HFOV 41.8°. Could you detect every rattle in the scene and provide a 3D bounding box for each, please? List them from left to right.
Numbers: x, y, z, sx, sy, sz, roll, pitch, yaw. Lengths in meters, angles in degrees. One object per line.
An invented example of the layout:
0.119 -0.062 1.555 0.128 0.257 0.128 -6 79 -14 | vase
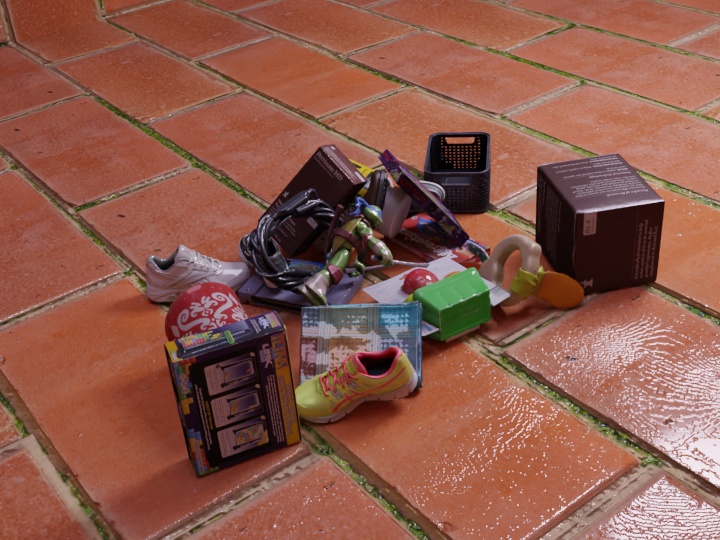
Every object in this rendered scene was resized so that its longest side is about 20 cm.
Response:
0.277 0.006 1.669 0.141 0.132 0.199 -1 -4 -27 | rattle

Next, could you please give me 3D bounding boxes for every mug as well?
-0.196 0.118 1.495 0.176 0.135 0.200 -21 38 -21 | mug

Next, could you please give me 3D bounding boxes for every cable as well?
-0.107 -0.039 1.660 0.200 0.164 0.051 -40 16 -32 | cable

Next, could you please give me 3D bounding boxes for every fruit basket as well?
0.128 0.045 1.617 0.183 0.095 0.199 -21 25 -24 | fruit basket

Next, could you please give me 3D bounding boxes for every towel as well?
0.001 0.121 1.493 0.197 0.022 0.149 -2 65 5 | towel

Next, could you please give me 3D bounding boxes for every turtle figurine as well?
0.000 0.000 1.608 0.194 0.201 0.143 -44 39 -15 | turtle figurine

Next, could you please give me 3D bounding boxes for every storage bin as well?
0.206 -0.209 1.989 0.133 0.095 0.201 0 31 9 | storage bin

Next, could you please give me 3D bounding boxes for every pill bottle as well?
-0.007 -0.147 1.833 0.198 0.115 0.114 25 40 14 | pill bottle

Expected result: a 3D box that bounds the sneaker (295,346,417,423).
-0.016 0.160 1.411 0.197 0.091 0.079 -19 49 -3 | sneaker

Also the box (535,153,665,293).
0.421 -0.087 1.691 0.162 0.168 0.201 -9 32 -7 | box

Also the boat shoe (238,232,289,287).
-0.178 -0.039 1.739 0.071 0.072 0.200 -23 29 -18 | boat shoe

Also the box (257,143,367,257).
-0.090 -0.129 1.768 0.100 0.200 0.075 46 21 8 | box

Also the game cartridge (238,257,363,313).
-0.107 0.028 1.715 0.197 0.039 0.130 9 39 22 | game cartridge

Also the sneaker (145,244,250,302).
-0.301 0.000 1.723 0.197 0.101 0.078 -7 32 -3 | sneaker

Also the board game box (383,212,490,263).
0.145 -0.054 1.821 0.102 0.020 0.199 -27 38 -29 | board game box

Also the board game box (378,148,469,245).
0.120 -0.137 1.777 0.032 0.200 0.120 -45 32 7 | board game box

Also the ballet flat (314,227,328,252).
-0.074 -0.071 1.850 0.074 0.075 0.199 -22 34 -26 | ballet flat

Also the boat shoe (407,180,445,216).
0.073 -0.131 1.906 0.197 0.074 0.062 -6 29 12 | boat shoe

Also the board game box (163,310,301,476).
-0.177 0.174 1.332 0.163 0.203 0.057 -16 31 -19 | board game box

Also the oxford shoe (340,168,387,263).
-0.006 -0.099 1.729 0.083 0.202 0.073 23 11 1 | oxford shoe
